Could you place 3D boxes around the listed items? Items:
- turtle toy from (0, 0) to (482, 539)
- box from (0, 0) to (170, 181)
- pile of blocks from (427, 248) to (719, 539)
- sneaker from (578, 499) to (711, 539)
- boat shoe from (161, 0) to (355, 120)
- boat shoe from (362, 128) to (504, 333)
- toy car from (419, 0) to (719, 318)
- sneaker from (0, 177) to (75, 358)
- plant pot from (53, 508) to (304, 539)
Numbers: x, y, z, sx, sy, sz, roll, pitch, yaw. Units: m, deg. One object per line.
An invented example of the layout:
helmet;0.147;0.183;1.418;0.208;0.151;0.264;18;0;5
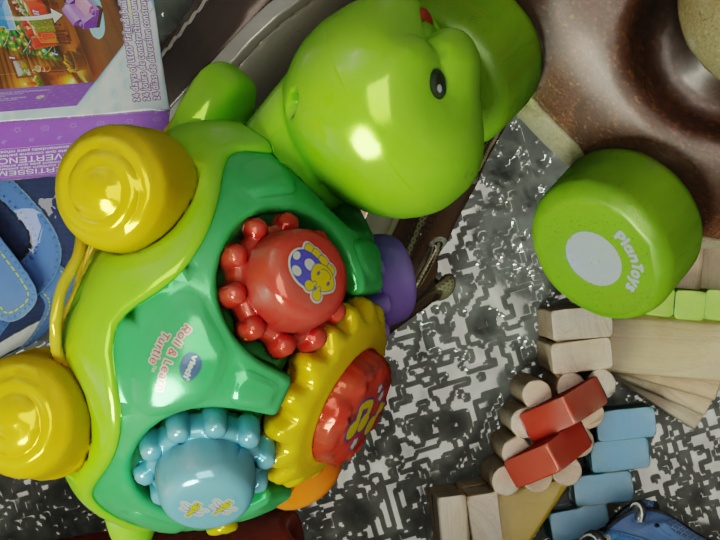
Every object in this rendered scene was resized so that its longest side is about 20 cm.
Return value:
turtle toy;-0.032;0.003;0.769;0.101;0.146;0.201;26;99;18
box;-0.145;-0.123;0.839;0.136;0.039;0.201;-4;60;-10
pile of blocks;0.092;0.046;0.894;0.082;0.062;0.201;29;90;-3
sneaker;0.086;0.135;0.873;0.198;0.079;0.090;0;46;-20
boat shoe;-0.020;-0.122;0.885;0.060;0.072;0.200;44;94;15
boat shoe;0.003;0.002;0.886;0.074;0.075;0.204;18;104;-30
toy car;0.130;-0.109;0.798;0.158;0.200;0.164;46;49;-2
sneaker;-0.160;0.012;0.872;0.200;0.082;0.074;-42;90;-2
plant pot;-0.099;0.175;0.832;0.194;0.201;0.203;-14;91;-11
